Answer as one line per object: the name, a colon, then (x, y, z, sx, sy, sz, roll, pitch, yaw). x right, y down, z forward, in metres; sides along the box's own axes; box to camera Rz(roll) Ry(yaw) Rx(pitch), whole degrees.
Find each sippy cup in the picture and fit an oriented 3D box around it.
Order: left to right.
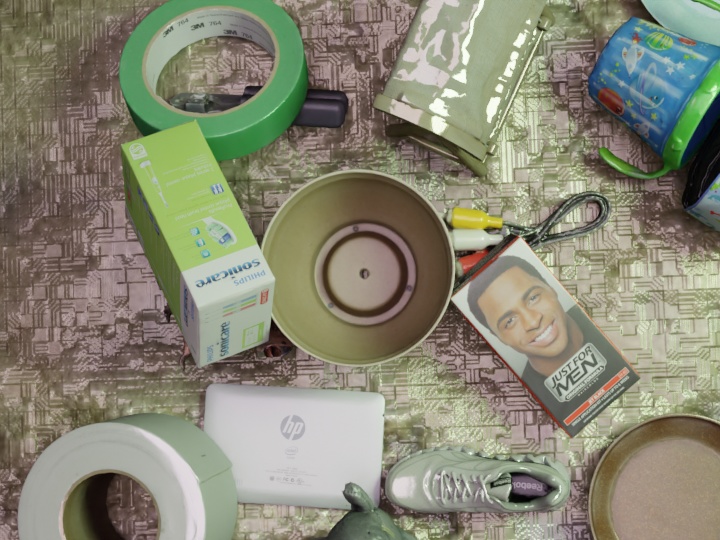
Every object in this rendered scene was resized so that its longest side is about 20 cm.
sippy cup: (0.316, -0.196, 1.401, 0.130, 0.140, 0.178, 34, 78, 16)

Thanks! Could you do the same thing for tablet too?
tablet: (-0.075, 0.194, 1.463, 0.200, 0.014, 0.130, 3, 87, 4)

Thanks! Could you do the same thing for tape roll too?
tape roll: (-0.242, 0.255, 1.403, 0.202, 0.139, 0.203, 0, 89, 9)
tape roll: (-0.157, -0.212, 1.432, 0.200, 0.048, 0.201, -2, 61, 4)

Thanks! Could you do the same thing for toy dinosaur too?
toy dinosaur: (-0.148, 0.024, 1.447, 0.135, 0.086, 0.200, -15, 71, -6)

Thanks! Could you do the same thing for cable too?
cable: (0.177, -0.032, 1.436, 0.200, 0.050, 0.097, -9, 87, 5)

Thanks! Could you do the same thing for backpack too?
backpack: (0.432, -0.117, 1.356, 0.147, 0.183, 0.200, 34, 95, 6)

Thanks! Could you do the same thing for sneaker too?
sneaker: (0.124, 0.227, 1.414, 0.200, 0.081, 0.075, -2, 89, 6)

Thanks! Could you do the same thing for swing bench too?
swing bench: (0.112, -0.221, 1.375, 0.130, 0.200, 0.199, 24, 89, 5)

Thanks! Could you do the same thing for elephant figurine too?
elephant figurine: (-0.032, 0.347, 1.403, 0.200, 0.141, 0.155, -31, 56, 18)

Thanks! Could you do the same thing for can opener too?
can opener: (-0.115, -0.168, 1.474, 0.200, 0.053, 0.067, 4, 120, 4)

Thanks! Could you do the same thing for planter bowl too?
planter bowl: (0.000, 0.000, 1.406, 0.200, 0.135, 0.201, 0, 88, 4)

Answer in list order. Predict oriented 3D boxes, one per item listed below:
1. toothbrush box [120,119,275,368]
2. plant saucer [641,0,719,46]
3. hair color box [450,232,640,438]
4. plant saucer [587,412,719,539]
toothbrush box: (-0.166, -0.026, 1.346, 0.086, 0.146, 0.200, -20, 66, -16)
plant saucer: (0.391, -0.337, 1.441, 0.201, 0.039, 0.201, 0, 87, 4)
hair color box: (0.191, 0.068, 1.407, 0.101, 0.061, 0.200, -42, 96, 2)
plant saucer: (0.340, 0.252, 1.410, 0.200, 0.037, 0.201, 0, 81, 2)
